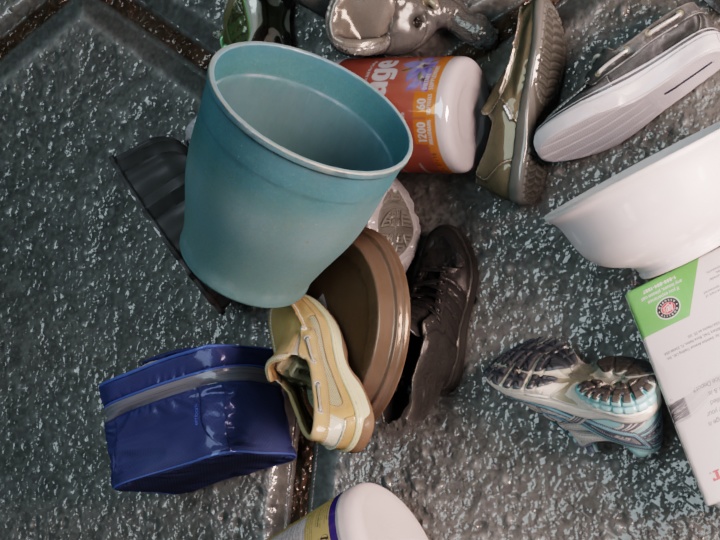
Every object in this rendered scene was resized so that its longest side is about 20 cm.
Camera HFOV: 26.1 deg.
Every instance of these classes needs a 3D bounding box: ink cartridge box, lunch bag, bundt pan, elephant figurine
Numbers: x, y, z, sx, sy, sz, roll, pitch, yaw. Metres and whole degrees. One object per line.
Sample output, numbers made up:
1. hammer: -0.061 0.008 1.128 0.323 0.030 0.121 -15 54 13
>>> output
1. ink cartridge box: 0.333 0.085 1.322 0.145 0.084 0.202 -27 68 25
2. lunch bag: -0.174 0.147 1.599 0.198 0.135 0.134 -19 71 29
3. bundt pan: -0.173 -0.057 1.611 0.075 0.202 0.202 -36 62 -3
4. elephant figurine: 0.010 -0.265 1.542 0.155 0.141 0.201 -29 92 42

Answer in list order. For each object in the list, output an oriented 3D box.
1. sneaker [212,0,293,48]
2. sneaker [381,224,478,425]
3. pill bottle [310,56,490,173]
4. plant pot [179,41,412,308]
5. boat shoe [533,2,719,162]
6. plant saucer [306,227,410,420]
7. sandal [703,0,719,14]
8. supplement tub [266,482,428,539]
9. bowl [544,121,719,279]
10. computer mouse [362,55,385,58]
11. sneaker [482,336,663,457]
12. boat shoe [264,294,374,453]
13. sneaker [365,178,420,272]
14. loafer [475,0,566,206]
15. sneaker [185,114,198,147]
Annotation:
1. sneaker: -0.122 -0.247 1.686 0.088 0.076 0.203 -11 70 43
2. sneaker: 0.061 0.049 1.487 0.059 0.104 0.203 0 81 32
3. pill bottle: 0.020 -0.154 1.538 0.198 0.112 0.114 2 82 28
4. plant pot: -0.079 -0.077 1.441 0.200 0.199 0.189 47 127 29
5. boat shoe: 0.244 -0.174 1.442 0.199 0.072 0.071 -30 60 12
6. plant saucer: -0.019 0.057 1.492 0.199 0.029 0.203 -19 67 55
7. sandal: 0.296 -0.308 1.438 0.200 0.048 0.076 42 104 30
8. supplement tub: -0.037 0.309 1.479 0.199 0.145 0.147 -35 65 22
9. bowl: 0.266 -0.054 1.346 0.200 0.201 0.091 -28 91 25
10. computer mouse: 0.009 -0.261 1.619 0.058 0.034 0.203 4 84 32
11. sneaker: 0.190 0.123 1.410 0.199 0.077 0.087 14 132 50
12. boat shoe: -0.054 0.086 1.442 0.200 0.075 0.072 56 130 48
13. sneaker: 0.000 0.000 1.555 0.099 0.077 0.203 -8 70 45
14. loafer: 0.147 -0.165 1.490 0.069 0.075 0.203 8 86 28
15. sneaker: -0.101 -0.095 1.567 0.075 0.200 0.115 -41 67 0
